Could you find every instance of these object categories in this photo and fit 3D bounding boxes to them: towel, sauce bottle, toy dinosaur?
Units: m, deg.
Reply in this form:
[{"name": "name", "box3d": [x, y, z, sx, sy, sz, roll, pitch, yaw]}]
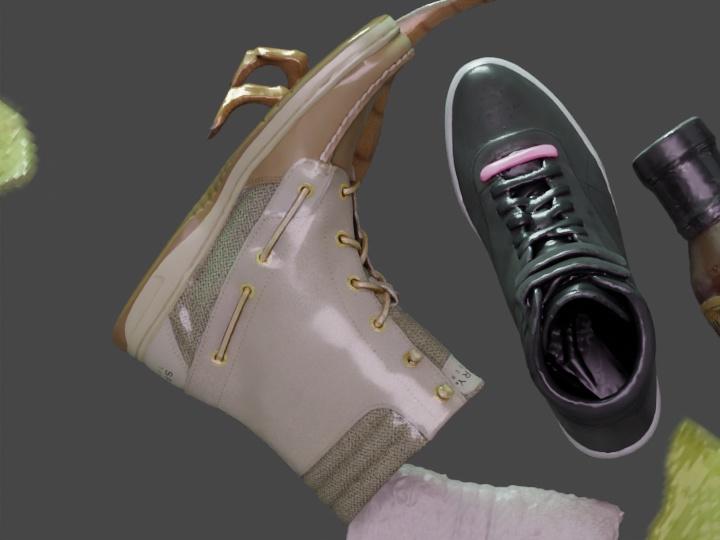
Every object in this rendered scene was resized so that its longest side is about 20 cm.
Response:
[{"name": "towel", "box3d": [0.047, 0.197, 1.290, 0.132, 0.034, 0.201, 10, 81, 1]}, {"name": "sauce bottle", "box3d": [0.199, 0.021, 1.297, 0.065, 0.065, 0.201, -33, 81, -3]}, {"name": "toy dinosaur", "box3d": [-0.012, -0.074, 1.322, 0.106, 0.060, 0.201, 26, 98, -5]}]

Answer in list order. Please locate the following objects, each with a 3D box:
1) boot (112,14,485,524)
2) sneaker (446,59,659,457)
[{"name": "boot", "box3d": [0.000, 0.000, 1.257, 0.154, 0.072, 0.200, 39, 103, 4]}, {"name": "sneaker", "box3d": [0.092, -0.014, 1.278, 0.070, 0.099, 0.201, -20, 81, 0]}]
